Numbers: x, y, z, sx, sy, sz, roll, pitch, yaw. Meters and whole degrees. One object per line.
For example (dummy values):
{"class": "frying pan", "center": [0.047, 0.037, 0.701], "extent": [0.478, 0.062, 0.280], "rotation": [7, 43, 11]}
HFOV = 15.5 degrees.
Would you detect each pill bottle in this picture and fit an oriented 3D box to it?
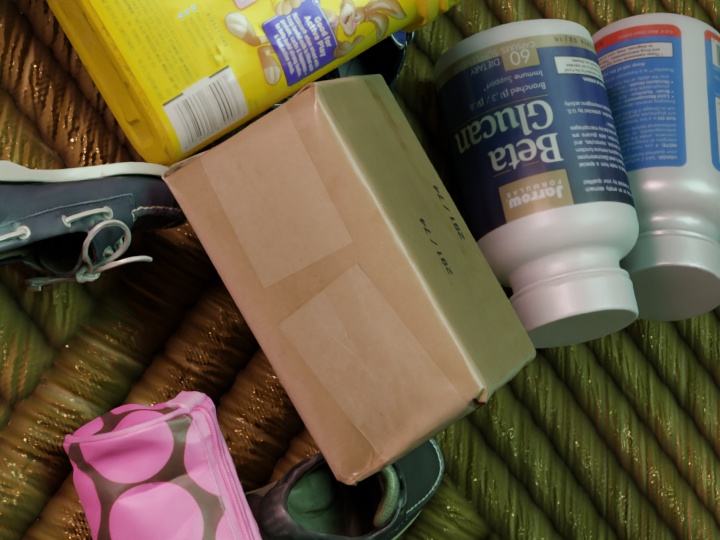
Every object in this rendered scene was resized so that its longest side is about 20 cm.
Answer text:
{"class": "pill bottle", "center": [0.121, -0.055, 1.746], "extent": [0.111, 0.111, 0.200], "rotation": [6, 66, -48]}
{"class": "pill bottle", "center": [0.211, -0.071, 1.862], "extent": [0.112, 0.112, 0.200], "rotation": [28, 51, -38]}

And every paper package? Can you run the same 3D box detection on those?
{"class": "paper package", "center": [0.000, 0.000, 1.493], "extent": [0.200, 0.103, 0.191], "rotation": [59, 14, 2]}

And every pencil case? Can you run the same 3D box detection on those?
{"class": "pencil case", "center": [-0.084, 0.162, 1.397], "extent": [0.091, 0.094, 0.200], "rotation": [-17, 83, -52]}

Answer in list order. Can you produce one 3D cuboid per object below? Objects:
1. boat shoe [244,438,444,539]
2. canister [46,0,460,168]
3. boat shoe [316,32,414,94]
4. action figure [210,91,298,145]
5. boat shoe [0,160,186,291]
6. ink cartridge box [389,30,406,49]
{"class": "boat shoe", "center": [-0.004, 0.132, 1.530], "extent": [0.201, 0.066, 0.072], "rotation": [-17, 83, -52]}
{"class": "canister", "center": [-0.064, -0.165, 1.488], "extent": [0.200, 0.087, 0.149], "rotation": [-32, 96, -17]}
{"class": "boat shoe", "center": [0.001, -0.145, 1.690], "extent": [0.075, 0.066, 0.200], "rotation": [48, 40, -18]}
{"class": "action figure", "center": [-0.090, -0.159, 1.581], "extent": [0.130, 0.069, 0.200], "rotation": [20, 52, -36]}
{"class": "boat shoe", "center": [-0.163, -0.023, 1.419], "extent": [0.200, 0.075, 0.062], "rotation": [-1, 71, -54]}
{"class": "ink cartridge box", "center": [-0.026, -0.243, 1.648], "extent": [0.200, 0.041, 0.200], "rotation": [44, 16, -12]}
